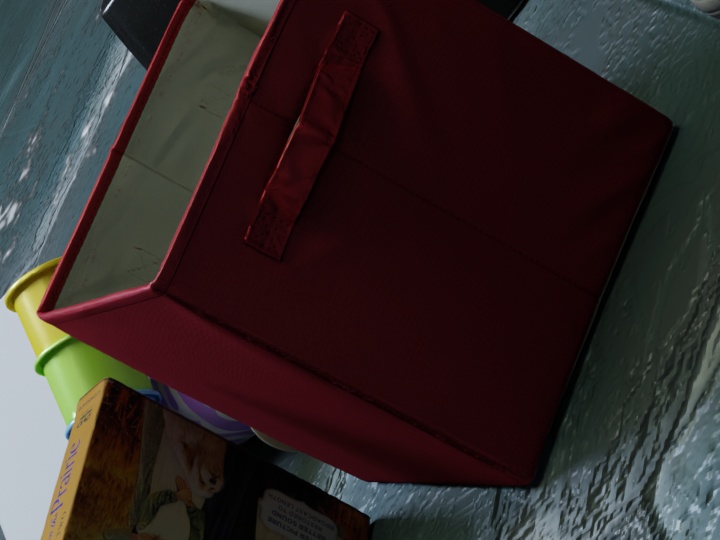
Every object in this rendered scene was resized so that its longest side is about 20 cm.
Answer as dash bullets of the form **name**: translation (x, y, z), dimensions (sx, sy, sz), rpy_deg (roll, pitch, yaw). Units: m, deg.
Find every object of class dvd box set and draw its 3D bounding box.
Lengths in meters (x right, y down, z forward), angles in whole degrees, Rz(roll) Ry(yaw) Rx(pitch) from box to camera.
- **dvd box set**: translation (-0.073, 0.158, 0.912), dimensions (0.029, 0.146, 0.201), rpy_deg (-41, 27, 42)

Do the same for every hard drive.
- **hard drive**: translation (-0.165, 0.117, 1.203), dimensions (0.132, 0.027, 0.201), rpy_deg (-39, 71, 49)

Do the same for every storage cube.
- **storage cube**: translation (-0.006, -0.022, 0.933), dimensions (0.172, 0.179, 0.200), rpy_deg (-67, 18, -14)

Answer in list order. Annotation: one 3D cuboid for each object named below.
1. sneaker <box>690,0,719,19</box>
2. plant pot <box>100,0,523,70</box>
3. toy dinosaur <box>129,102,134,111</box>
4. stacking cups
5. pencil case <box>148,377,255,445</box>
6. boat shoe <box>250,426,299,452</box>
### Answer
- **sneaker**: translation (0.141, -0.209, 0.903), dimensions (0.075, 0.113, 0.201), rpy_deg (-33, 34, 54)
- **plant pot**: translation (-0.033, -0.182, 1.232), dimensions (0.200, 0.177, 0.201), rpy_deg (-49, 21, 32)
- **toy dinosaur**: translation (-0.075, -0.063, 1.097), dimensions (0.077, 0.102, 0.201), rpy_deg (102, 148, -55)
- **stacking cups**: translation (-0.114, 0.089, 1.111), dimensions (0.060, 0.060, 0.201), rpy_deg (-44, 67, 42)
- **pencil case**: translation (-0.093, 0.063, 1.187), dimensions (0.200, 0.083, 0.086), rpy_deg (-34, 74, 52)
- **boat shoe**: translation (0.000, 0.000, 1.063), dimensions (0.202, 0.071, 0.061), rpy_deg (-60, 13, -15)
